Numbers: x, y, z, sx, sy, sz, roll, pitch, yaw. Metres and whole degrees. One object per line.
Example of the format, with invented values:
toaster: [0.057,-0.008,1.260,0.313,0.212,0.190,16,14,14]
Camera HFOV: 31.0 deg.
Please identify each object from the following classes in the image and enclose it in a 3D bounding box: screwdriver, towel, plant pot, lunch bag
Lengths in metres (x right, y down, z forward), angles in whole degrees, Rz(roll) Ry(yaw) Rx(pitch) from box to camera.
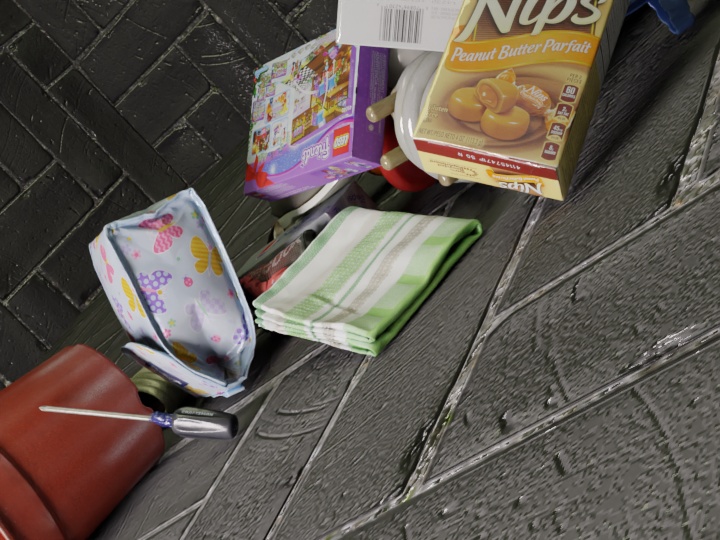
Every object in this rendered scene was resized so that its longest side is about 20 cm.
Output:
screwdriver: [-0.203,0.130,1.183,0.028,0.198,0.029,62,-140,-61]
towel: [0.000,0.000,1.109,0.150,0.031,0.199,-50,26,-19]
plant pot: [-0.309,0.188,1.274,0.195,0.202,0.200,-41,8,-32]
lunch bag: [-0.188,0.037,1.313,0.126,0.202,0.169,-27,4,-18]

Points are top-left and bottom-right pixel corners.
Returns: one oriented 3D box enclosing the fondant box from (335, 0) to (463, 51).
fondant box: [0.054,-0.248,1.161,0.200,0.142,0.059,-85,0,-65]

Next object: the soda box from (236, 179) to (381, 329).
soda box: [-0.059,-0.014,1.379,0.199,0.064,0.068,-34,13,43]

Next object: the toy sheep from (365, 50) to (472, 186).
toy sheep: [0.091,-0.137,1.146,0.138,0.138,0.199,-47,36,-13]

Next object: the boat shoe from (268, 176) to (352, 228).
boat shoe: [-0.057,-0.098,1.376,0.072,0.061,0.201,-37,4,-23]

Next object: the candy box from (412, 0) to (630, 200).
candy box: [0.127,-0.162,0.984,0.055,0.114,0.202,59,-132,-62]

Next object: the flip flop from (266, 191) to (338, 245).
flip flop: [-0.094,-0.025,1.554,0.200,0.058,0.081,-46,12,-8]

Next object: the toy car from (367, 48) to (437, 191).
toy car: [0.064,-0.161,1.310,0.199,0.174,0.152,-32,52,47]

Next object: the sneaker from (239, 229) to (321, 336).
sneaker: [-0.062,0.010,1.296,0.098,0.071,0.200,-49,14,-21]

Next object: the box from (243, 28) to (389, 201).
box: [-0.046,-0.154,1.281,0.199,0.039,0.139,-12,70,54]

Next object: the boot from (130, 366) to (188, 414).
boot: [-0.225,0.115,1.497,0.155,0.072,0.199,-54,15,-30]

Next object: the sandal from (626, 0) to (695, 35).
sandal: [0.201,-0.240,1.056,0.079,0.198,0.088,-4,-80,-73]
